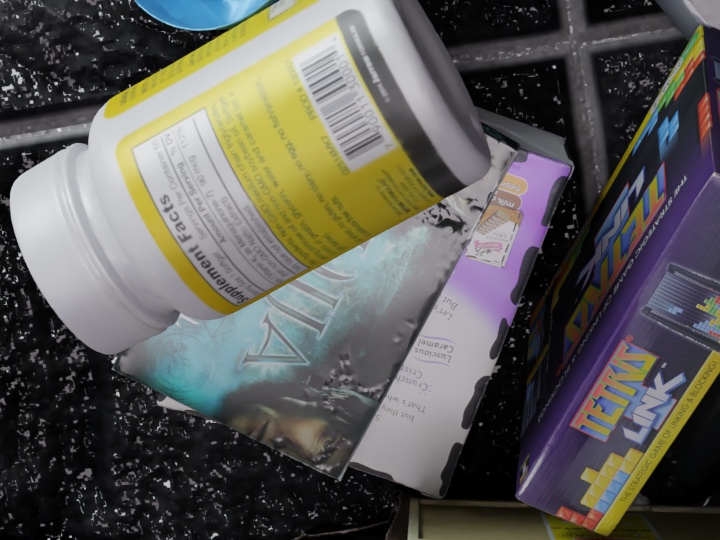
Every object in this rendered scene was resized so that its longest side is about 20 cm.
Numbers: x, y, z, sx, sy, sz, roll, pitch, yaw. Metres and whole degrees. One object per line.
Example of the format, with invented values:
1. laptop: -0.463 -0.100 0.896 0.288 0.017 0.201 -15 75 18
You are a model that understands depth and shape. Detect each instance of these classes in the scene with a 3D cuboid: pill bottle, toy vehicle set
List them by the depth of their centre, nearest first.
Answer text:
1. pill bottle: -0.051 -0.048 0.749 0.199 0.114 0.115 -28 105 13
2. toy vehicle set: 0.122 0.142 0.837 0.199 0.124 0.027 1 92 3

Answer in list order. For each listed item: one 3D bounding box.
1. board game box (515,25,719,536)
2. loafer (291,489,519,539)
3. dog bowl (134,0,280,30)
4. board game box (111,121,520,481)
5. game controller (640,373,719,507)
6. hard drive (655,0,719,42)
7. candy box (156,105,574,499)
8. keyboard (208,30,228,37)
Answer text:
1. board game box: 0.145 0.003 0.812 0.056 0.166 0.201 24 121 -4
2. loafer: 0.042 0.159 0.937 0.199 0.073 0.072 -21 108 10
3. dog bowl: -0.092 -0.191 0.797 0.200 0.050 0.112 39 101 22
4. board game box: -0.024 -0.007 0.834 0.135 0.028 0.201 26 107 -4
5. game controller: 0.237 0.062 0.919 0.104 0.042 0.201 22 109 -20
6. hard drive: 0.191 -0.194 0.828 0.135 0.042 0.200 -35 103 14
7. candy box: 0.000 0.000 0.888 0.167 0.072 0.201 19 108 -4
8. keyboard: -0.031 -0.184 0.852 0.199 0.021 0.128 -8 105 6
